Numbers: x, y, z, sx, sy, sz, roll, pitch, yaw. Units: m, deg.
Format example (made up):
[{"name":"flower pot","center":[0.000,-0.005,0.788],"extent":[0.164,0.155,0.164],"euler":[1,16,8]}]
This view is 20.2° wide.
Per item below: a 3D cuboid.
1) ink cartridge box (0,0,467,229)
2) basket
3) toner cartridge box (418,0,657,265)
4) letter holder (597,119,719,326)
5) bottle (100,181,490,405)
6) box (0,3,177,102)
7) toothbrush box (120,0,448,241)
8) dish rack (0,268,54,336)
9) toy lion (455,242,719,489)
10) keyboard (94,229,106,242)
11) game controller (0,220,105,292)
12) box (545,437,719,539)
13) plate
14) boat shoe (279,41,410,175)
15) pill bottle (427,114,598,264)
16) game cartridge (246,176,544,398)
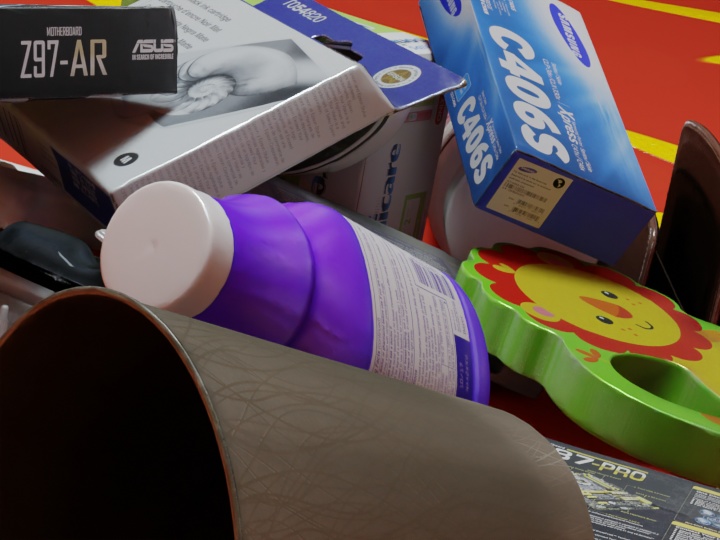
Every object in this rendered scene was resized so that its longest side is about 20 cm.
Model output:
[{"name":"ink cartridge box","center":[-0.078,-0.100,1.057],"extent":[0.199,0.041,0.199],"euler":[-28,33,-20]},{"name":"basket","center":[-0.022,0.102,0.666],"extent":[0.135,0.182,0.199],"euler":[2,-3,40]},{"name":"toner cartridge box","center":[0.095,-0.094,1.130],"extent":[0.095,0.043,0.201],"euler":[23,32,-26]},{"name":"letter holder","center":[0.207,-0.037,1.225],"extent":[0.100,0.143,0.200],"euler":[10,18,-3]},{"name":"bottle","center":[-0.020,0.018,0.759],"extent":[0.065,0.084,0.200],"euler":[-18,-23,25]},{"name":"box","center":[-0.213,-0.108,0.986],"extent":[0.199,0.044,0.160],"euler":[7,10,39]},{"name":"toothbrush box","center":[-0.055,-0.087,1.223],"extent":[0.199,0.147,0.086],"euler":[21,20,32]},{"name":"dish rack","center":[-0.222,0.036,0.916],"extent":[0.171,0.044,0.200],"euler":[20,20,29]},{"name":"toy lion","center":[0.136,0.045,1.016],"extent":[0.191,0.069,0.200],"euler":[19,18,-2]},{"name":"keyboard","center":[-0.044,-0.001,0.929],"extent":[0.056,0.011,0.200],"euler":[30,13,25]},{"name":"game controller","center":[-0.097,0.016,0.961],"extent":[0.104,0.042,0.200],"euler":[13,-4,19]},{"name":"box","center":[0.134,0.134,0.813],"extent":[0.199,0.049,0.161],"euler":[16,20,15]},{"name":"plate","center":[-0.224,-0.052,1.112],"extent":[0.198,0.033,0.200],"euler":[16,1,19]},{"name":"boat shoe","center":[-0.067,-0.082,1.132],"extent":[0.199,0.071,0.064],"euler":[-13,-4,27]},{"name":"pill bottle","center":[0.097,-0.056,1.265],"extent":[0.113,0.115,0.200],"euler":[10,18,-3]},{"name":"game cartridge","center":[0.000,0.000,1.087],"extent":[0.199,0.039,0.130],"euler":[24,10,-21]}]
